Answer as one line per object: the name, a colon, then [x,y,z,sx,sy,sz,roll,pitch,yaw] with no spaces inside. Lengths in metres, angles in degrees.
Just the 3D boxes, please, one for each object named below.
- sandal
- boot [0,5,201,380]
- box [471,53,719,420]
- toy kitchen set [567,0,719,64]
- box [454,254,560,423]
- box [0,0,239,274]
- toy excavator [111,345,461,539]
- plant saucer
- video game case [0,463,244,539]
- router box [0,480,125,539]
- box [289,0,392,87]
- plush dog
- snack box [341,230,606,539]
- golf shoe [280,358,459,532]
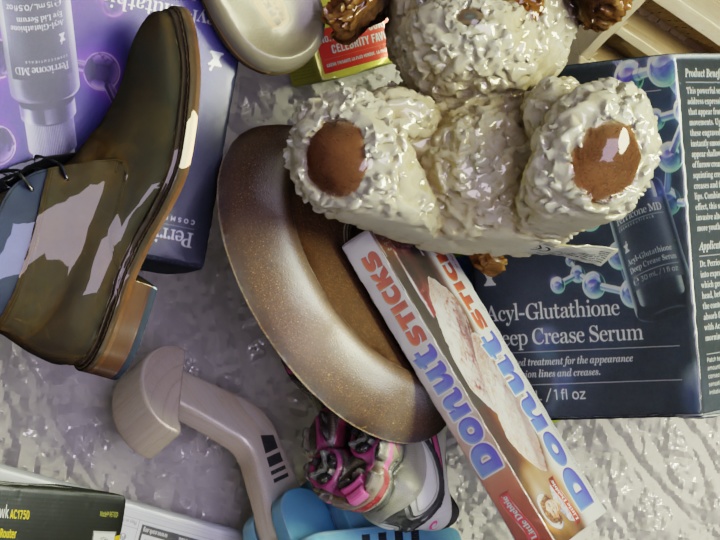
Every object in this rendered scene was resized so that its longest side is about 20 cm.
sandal: [-0.078,-0.195,1.500,0.080,0.054,0.201,-37,104,-18]
boot: [-0.147,-0.049,1.463,0.096,0.075,0.201,13,87,-24]
box: [0.150,-0.018,1.585,0.107,0.148,0.201,-5,90,-53]
toy kitchen set: [0.194,-0.038,1.661,0.180,0.201,0.163,30,121,-25]
box: [0.095,-0.009,1.684,0.121,0.048,0.201,-21,98,-22]
box: [-0.152,-0.108,1.556,0.147,0.104,0.201,9,86,-22]
toy excavator: [-0.037,0.139,1.608,0.194,0.100,0.201,-1,61,-40]
plant saucer: [0.000,0.000,1.556,0.200,0.032,0.201,38,34,-32]
video game case: [-0.180,0.212,1.590,0.199,0.022,0.183,18,84,-21]
router box: [-0.194,0.186,1.476,0.051,0.200,0.150,7,87,18]
box: [-0.026,-0.213,1.634,0.075,0.050,0.201,-16,96,-21]
plush dog: [0.067,-0.098,1.513,0.199,0.161,0.173,0,75,10]
snack box: [0.063,0.061,1.536,0.201,0.024,0.072,59,28,4]
golf shoe: [0.007,0.064,1.609,0.092,0.072,0.201,28,41,-39]
